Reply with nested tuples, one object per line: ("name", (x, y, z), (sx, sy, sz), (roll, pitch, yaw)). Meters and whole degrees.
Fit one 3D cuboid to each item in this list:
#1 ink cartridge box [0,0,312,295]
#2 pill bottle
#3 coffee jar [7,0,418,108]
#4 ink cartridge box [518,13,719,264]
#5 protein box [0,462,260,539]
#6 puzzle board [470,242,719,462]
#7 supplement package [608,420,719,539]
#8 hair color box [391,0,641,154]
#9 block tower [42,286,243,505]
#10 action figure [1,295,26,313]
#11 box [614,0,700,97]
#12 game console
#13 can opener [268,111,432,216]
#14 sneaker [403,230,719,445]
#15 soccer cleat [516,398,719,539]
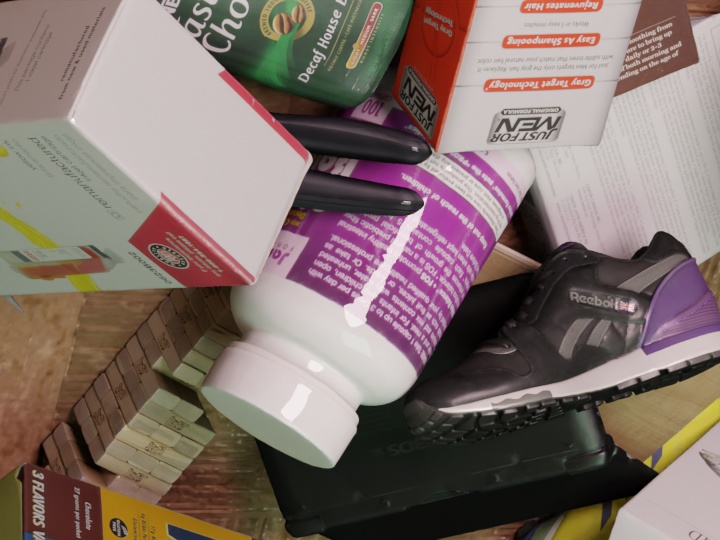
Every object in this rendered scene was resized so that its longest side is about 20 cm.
("ink cartridge box", (-0.150, -0.059, 1.449), (0.145, 0.200, 0.083), (43, 59, -38))
("pill bottle", (0.000, 0.000, 1.562), (0.112, 0.112, 0.200), (43, 71, -39))
("coffee jar", (-0.076, -0.151, 1.485), (0.200, 0.085, 0.104), (11, 120, -28))
("ink cartridge box", (0.179, -0.079, 1.682), (0.200, 0.050, 0.162), (-33, 132, -14))
("protein box", (-0.162, 0.234, 1.670), (0.200, 0.135, 0.199), (22, 138, -34))
("puzzle board", (0.098, 0.055, 1.707), (0.200, 0.017, 0.151), (26, 134, -20))
("supplement package", (0.236, 0.170, 1.772), (0.200, 0.117, 0.117), (-35, 149, -47))
("hair color box", (0.090, -0.158, 1.464), (0.101, 0.061, 0.200), (-4, 126, -27))
("block tower", (-0.101, 0.061, 1.657), (0.058, 0.054, 0.200), (30, 110, -37))
("action figure", (-0.258, 0.040, 1.570), (0.200, 0.069, 0.130), (-45, 120, 9))
("box", (0.104, -0.183, 1.543), (0.100, 0.075, 0.200), (-22, 132, -4))
("game console", (0.052, 0.088, 1.720), (0.200, 0.116, 0.176), (-15, 103, 18))
("can opener", (-0.058, -0.061, 1.518), (0.200, 0.079, 0.063), (16, 105, 17))
("sneaker", (0.102, 0.034, 1.594), (0.200, 0.088, 0.076), (-14, 168, -29))
("soccer cleat", (0.160, 0.155, 1.814), (0.065, 0.084, 0.200), (30, 110, -36))
